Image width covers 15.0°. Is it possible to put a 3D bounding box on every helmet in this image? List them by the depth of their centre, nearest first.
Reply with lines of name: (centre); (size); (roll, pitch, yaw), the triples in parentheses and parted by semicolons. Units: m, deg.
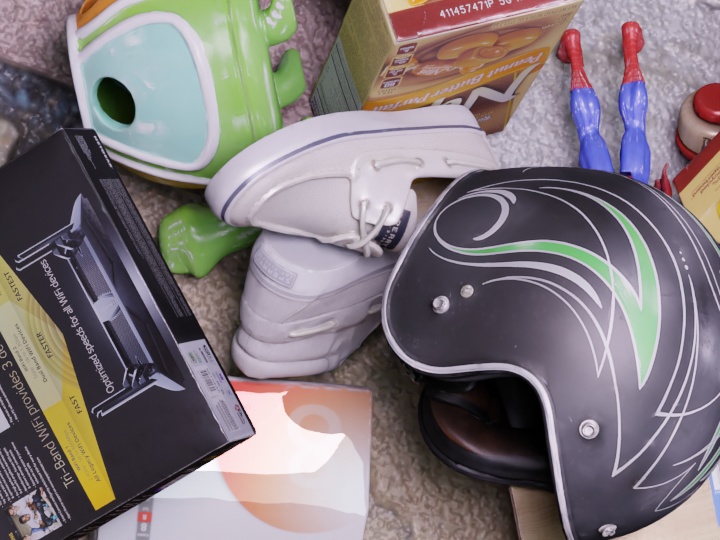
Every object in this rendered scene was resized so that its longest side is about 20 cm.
helmet: (0.121, 0.045, 1.509); (0.190, 0.200, 0.201); (21, 75, 22)

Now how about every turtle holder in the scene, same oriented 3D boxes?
turtle holder: (-0.097, -0.106, 1.594); (0.131, 0.186, 0.142); (-11, 48, -2)

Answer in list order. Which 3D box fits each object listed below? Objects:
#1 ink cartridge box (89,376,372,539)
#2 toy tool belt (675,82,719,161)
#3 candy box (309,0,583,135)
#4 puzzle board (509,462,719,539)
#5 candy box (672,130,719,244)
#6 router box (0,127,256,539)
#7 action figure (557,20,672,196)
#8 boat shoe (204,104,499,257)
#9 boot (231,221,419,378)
ink cartridge box: (-0.078, 0.163, 1.591); (0.161, 0.050, 0.202); (4, 78, -12)
toy tool belt: (0.284, -0.146, 1.678); (0.199, 0.123, 0.125); (-20, 50, -17)
candy box: (0.046, -0.127, 1.582); (0.115, 0.200, 0.056); (-14, 74, -15)
puzzle board: (0.195, 0.179, 1.574); (0.198, 0.017, 0.152); (-9, 80, -9)
candy box: (0.299, -0.035, 1.647); (0.199, 0.057, 0.117); (31, 114, -27)
router box: (-0.174, 0.045, 1.539); (0.157, 0.052, 0.201); (-30, 84, 15)
action figure: (0.156, -0.052, 1.648); (0.065, 0.052, 0.201); (-4, 60, 1)
boat shoe: (0.004, -0.043, 1.545); (0.199, 0.071, 0.070); (-9, 58, -43)
boot: (0.000, 0.000, 1.625); (0.199, 0.096, 0.074); (-19, 52, -42)
